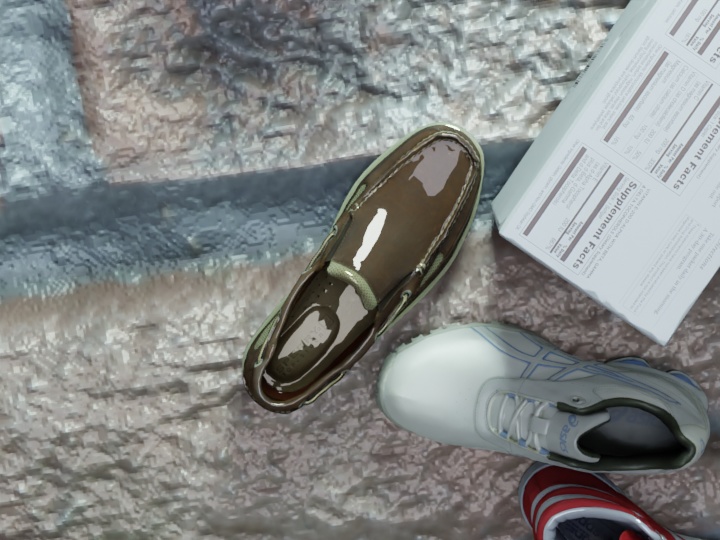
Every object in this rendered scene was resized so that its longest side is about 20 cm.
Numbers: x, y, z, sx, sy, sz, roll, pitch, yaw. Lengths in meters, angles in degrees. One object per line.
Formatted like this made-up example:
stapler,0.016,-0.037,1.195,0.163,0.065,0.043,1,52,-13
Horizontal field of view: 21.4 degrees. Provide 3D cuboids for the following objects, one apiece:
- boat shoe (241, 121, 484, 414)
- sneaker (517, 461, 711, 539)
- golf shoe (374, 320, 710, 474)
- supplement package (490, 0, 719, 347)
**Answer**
boat shoe,0.005,0.004,1.114,0.075,0.075,0.203,34,97,-3
sneaker,0.181,0.185,1.113,0.199,0.112,0.071,30,98,-2
golf shoe,0.106,0.078,1.111,0.199,0.097,0.079,5,100,3
supplement package,0.174,-0.080,1.056,0.111,0.156,0.200,35,98,-2
